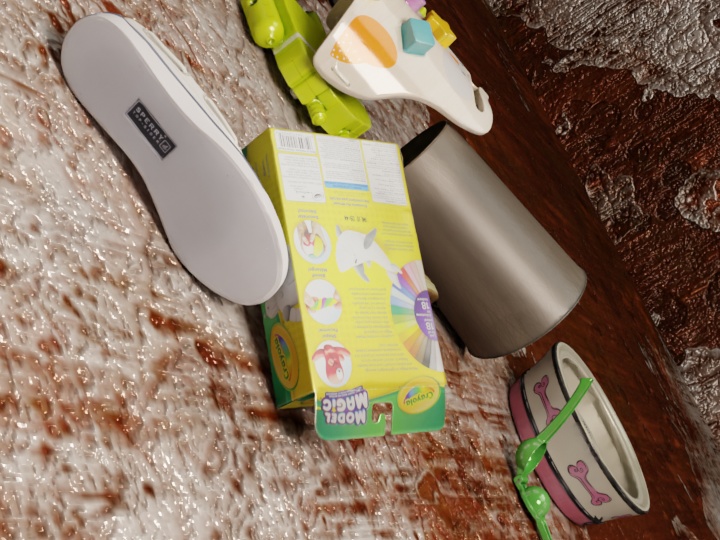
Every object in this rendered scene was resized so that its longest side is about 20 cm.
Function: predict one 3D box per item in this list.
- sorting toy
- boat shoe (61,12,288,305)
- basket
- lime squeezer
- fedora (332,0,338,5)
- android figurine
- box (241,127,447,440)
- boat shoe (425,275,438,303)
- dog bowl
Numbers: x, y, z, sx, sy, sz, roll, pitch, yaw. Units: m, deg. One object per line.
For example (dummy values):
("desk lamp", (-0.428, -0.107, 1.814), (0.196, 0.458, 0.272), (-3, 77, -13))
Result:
("sorting toy", (0.056, -0.206, 1.085), (0.179, 0.107, 0.201), (38, 19, -14))
("boat shoe", (-0.103, -0.074, 0.691), (0.202, 0.073, 0.065), (59, 22, -6))
("basket", (0.103, -0.034, 1.092), (0.201, 0.136, 0.180), (50, -12, -12))
("lime squeezer", (0.179, 0.202, 1.052), (0.038, 0.069, 0.203), (54, 41, -73))
("fedora", (0.020, -0.367, 1.452), (0.176, 0.090, 0.202), (31, 34, -57))
("android figurine", (-0.048, -0.200, 1.088), (0.182, 0.041, 0.202), (40, 24, -49))
("box", (-0.010, 0.012, 0.735), (0.116, 0.048, 0.203), (3, 68, -39))
("boat shoe", (0.000, 0.000, 0.855), (0.199, 0.073, 0.063), (20, 45, -62))
("dog bowl", (0.232, 0.183, 1.204), (0.201, 0.073, 0.201), (50, 21, -27))
